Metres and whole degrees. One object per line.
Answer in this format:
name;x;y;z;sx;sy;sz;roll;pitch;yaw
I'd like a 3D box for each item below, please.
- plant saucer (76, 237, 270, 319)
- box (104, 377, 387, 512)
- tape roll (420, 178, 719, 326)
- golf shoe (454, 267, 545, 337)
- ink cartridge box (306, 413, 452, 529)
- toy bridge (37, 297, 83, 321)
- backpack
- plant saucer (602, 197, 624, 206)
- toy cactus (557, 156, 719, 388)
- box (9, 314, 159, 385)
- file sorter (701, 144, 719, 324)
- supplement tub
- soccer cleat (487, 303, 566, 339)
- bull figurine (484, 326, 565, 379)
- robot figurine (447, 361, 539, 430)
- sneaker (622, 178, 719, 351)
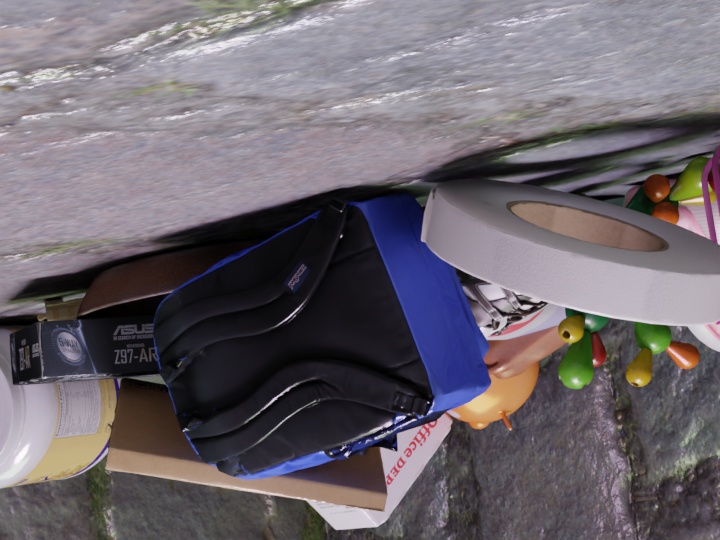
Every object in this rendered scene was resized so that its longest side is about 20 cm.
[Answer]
plant saucer;-0.119;0.005;1.562;0.200;0.035;0.200;-10;176;-1
box;-0.083;0.127;1.509;0.200;0.021;0.163;11;-166;-6
tape roll;0.140;-0.014;1.318;0.203;0.037;0.203;12;-166;-3
golf shoe;0.108;0.013;1.487;0.200;0.095;0.078;8;-179;40
ink cartridge box;-0.029;0.133;1.991;0.084;0.200;0.145;-17;-150;55
toy bridge;-0.167;0.024;1.705;0.200;0.027;0.067;-9;175;-9
backpack;-0.025;0.056;1.408;0.200;0.163;0.168;-25;168;25
plant saucer;0.143;0.002;1.720;0.201;0.039;0.201;-24;170;-5
toy cactus;0.202;-0.010;1.534;0.102;0.200;0.165;12;-157;-26
box;-0.164;0.060;1.610;0.200;0.044;0.160;-3;176;-17
file sorter;0.306;-0.042;1.338;0.139;0.126;0.200;-9;174;-1
supplement tub;-0.314;0.121;1.840;0.145;0.146;0.200;-12;175;20
soccer cleat;0.145;0.016;1.622;0.200;0.068;0.073;-11;160;-43
bull figurine;0.183;0.024;1.832;0.200;0.065;0.121;-30;-159;1
robot figurine;0.104;0.072;2.033;0.117;0.144;0.200;21;-160;-31
sneaker;0.298;-0.006;1.634;0.105;0.075;0.200;-15;136;32
